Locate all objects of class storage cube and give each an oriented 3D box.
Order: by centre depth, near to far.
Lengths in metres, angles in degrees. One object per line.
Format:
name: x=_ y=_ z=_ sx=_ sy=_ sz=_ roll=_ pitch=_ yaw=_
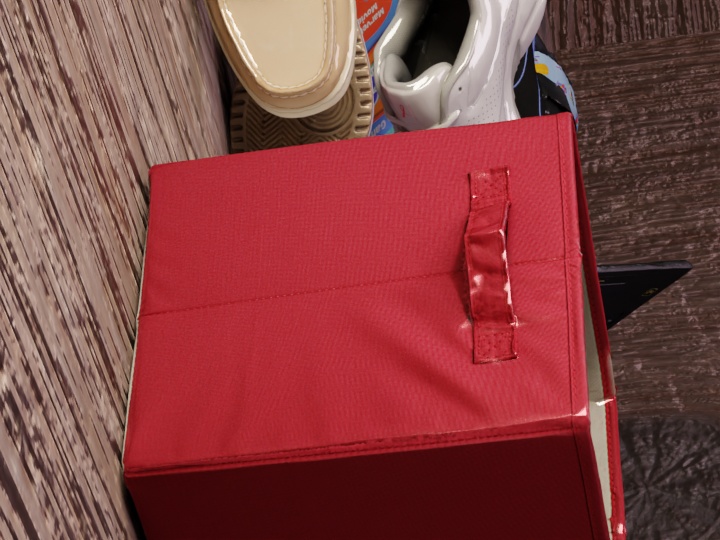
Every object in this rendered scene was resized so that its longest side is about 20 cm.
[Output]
storage cube: x=0.012 y=0.061 z=1.191 sx=0.201 sy=0.179 sz=0.172 roll=75 pitch=11 yaw=-46

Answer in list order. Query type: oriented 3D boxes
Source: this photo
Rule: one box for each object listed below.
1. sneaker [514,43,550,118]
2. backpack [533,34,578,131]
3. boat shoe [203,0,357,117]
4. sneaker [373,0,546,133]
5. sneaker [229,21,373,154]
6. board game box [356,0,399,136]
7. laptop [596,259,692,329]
sneaker: x=0.088 y=-0.074 z=1.684 sx=0.070 sy=0.077 sz=0.201 roll=-102 pitch=-165 yaw=-48
backpack: x=0.087 y=-0.070 z=2.015 sx=0.200 sy=0.134 sz=0.184 roll=75 pitch=12 yaw=-72
boat shoe: x=-0.052 y=-0.170 z=1.341 sx=0.069 sy=0.073 sz=0.201 roll=34 pitch=41 yaw=-77
sneaker: x=0.038 y=-0.077 z=1.474 sx=0.099 sy=0.078 sz=0.201 roll=-18 pitch=112 yaw=-56
sneaker: x=-0.019 y=-0.048 z=1.465 sx=0.112 sy=0.071 sz=0.201 roll=-53 pitch=144 yaw=-74
board game box: x=0.001 y=-0.159 z=1.492 sx=0.152 sy=0.045 sz=0.200 roll=-46 pitch=145 yaw=-24
laptop: x=0.073 y=0.089 z=1.516 sx=0.177 sy=0.200 sz=0.104 roll=-4 pitch=62 yaw=-50
